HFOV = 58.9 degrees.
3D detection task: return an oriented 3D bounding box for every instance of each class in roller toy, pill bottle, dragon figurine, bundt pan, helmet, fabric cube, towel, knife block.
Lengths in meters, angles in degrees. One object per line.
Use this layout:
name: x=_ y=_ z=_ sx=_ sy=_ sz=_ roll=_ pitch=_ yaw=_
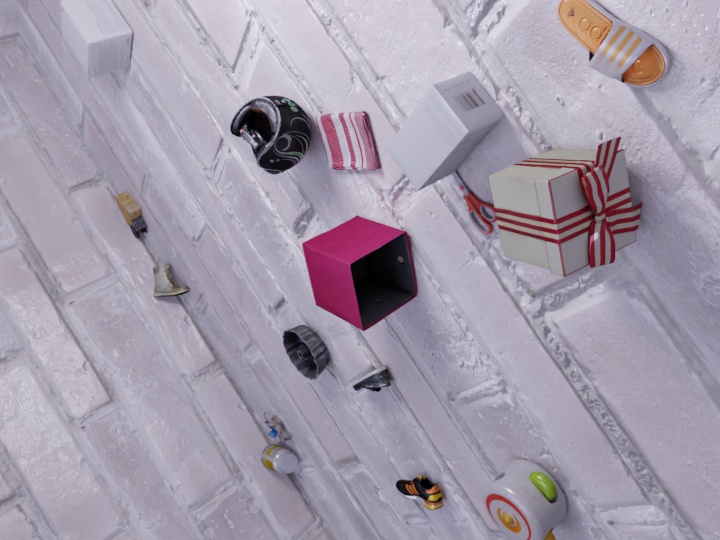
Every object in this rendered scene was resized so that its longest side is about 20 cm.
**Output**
roller toy: x=0.405 y=0.586 z=1.596 sx=0.182 sy=0.139 sz=0.201 roll=9 pitch=123 yaw=52
pill bottle: x=-0.370 y=0.871 z=2.937 sx=0.200 sy=0.112 sz=0.113 roll=-8 pitch=109 yaw=56
dragon figurine: x=-0.387 y=0.715 z=2.883 sx=0.199 sy=0.059 sz=0.100 roll=14 pitch=126 yaw=48
bundt pan: x=-0.183 y=0.277 z=2.229 sx=0.202 sy=0.076 sz=0.203 roll=35 pitch=140 yaw=35
helmet: x=-0.223 y=-0.354 z=1.668 sx=0.199 sy=0.190 sz=0.202 roll=-1 pitch=88 yaw=26
fabric cube: x=0.000 y=0.000 z=1.636 sx=0.199 sy=0.199 sz=0.197 roll=23 pitch=133 yaw=47
towel: x=-0.036 y=-0.320 z=1.591 sx=0.199 sy=0.023 sz=0.145 roll=12 pitch=124 yaw=50
knife block: x=-1.112 y=-0.261 z=3.103 sx=0.200 sy=0.064 sz=0.176 roll=45 pitch=144 yaw=23

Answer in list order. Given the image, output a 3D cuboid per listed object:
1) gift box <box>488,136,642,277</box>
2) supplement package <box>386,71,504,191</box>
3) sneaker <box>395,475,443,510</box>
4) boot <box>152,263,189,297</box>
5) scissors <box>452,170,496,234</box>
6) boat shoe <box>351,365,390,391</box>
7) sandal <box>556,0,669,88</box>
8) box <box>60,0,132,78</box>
gift box: x=0.353 y=-0.116 z=1.071 sx=0.187 sy=0.199 sz=0.185 roll=28 pitch=142 yaw=63
supplement package: x=0.162 y=-0.271 z=1.258 sx=0.118 sy=0.117 sz=0.200 roll=53 pitch=144 yaw=9
sneaker: x=0.190 y=0.697 z=2.068 sx=0.200 sy=0.070 sz=0.091 roll=7 pitch=106 yaw=52
boot: x=-0.912 y=0.045 z=3.052 sx=0.199 sy=0.072 sz=0.156 roll=-6 pitch=86 yaw=24
scissors: x=0.221 y=-0.164 z=1.365 sx=0.200 sy=0.014 sz=0.073 roll=50 pitch=147 yaw=14
boat shoe: x=0.032 y=0.353 z=1.994 sx=0.068 sy=0.072 sz=0.200 roll=61 pitch=146 yaw=6
sandal: x=0.367 y=-0.344 z=0.973 sx=0.207 sy=0.059 sz=0.079 roll=46 pitch=146 yaw=21
box: x=-0.952 y=-0.848 z=2.303 sx=0.200 sy=0.171 sz=0.200 roll=55 pitch=148 yaw=8
